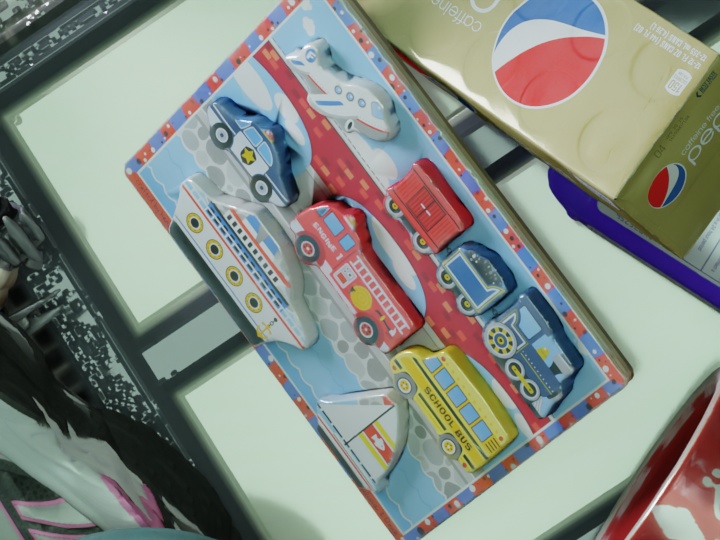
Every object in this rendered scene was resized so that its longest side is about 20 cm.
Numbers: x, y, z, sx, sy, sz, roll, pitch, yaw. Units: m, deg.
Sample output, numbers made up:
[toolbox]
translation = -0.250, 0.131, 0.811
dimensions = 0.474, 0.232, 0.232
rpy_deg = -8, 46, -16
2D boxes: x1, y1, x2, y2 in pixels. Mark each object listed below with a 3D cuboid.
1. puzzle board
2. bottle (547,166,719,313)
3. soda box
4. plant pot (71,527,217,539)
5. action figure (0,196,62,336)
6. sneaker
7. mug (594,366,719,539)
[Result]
[puzzle board]
translation = 0.000, 0.000, 1.063
dimensions = 0.200, 0.017, 0.151
rpy_deg = 53, 131, 5
[bottle]
translation = 0.175, -0.012, 1.065
dimensions = 0.199, 0.065, 0.084
rpy_deg = 32, 89, 6
[soda box]
translation = 0.065, -0.089, 1.034
dimensions = 0.200, 0.064, 0.068
rpy_deg = 39, 93, 38
[plant pot]
translation = -0.083, 0.207, 0.993
dimensions = 0.198, 0.189, 0.201
rpy_deg = -2, 126, -2
[action figure]
translation = -0.203, -0.024, 1.111
dimensions = 0.129, 0.069, 0.201
rpy_deg = -21, 90, 1
[sneaker]
translation = -0.131, 0.096, 1.089
dimensions = 0.200, 0.080, 0.086
rpy_deg = 43, 108, -9
[mug]
translation = 0.204, 0.117, 1.015
dimensions = 0.199, 0.133, 0.178
rpy_deg = 33, 98, 2
